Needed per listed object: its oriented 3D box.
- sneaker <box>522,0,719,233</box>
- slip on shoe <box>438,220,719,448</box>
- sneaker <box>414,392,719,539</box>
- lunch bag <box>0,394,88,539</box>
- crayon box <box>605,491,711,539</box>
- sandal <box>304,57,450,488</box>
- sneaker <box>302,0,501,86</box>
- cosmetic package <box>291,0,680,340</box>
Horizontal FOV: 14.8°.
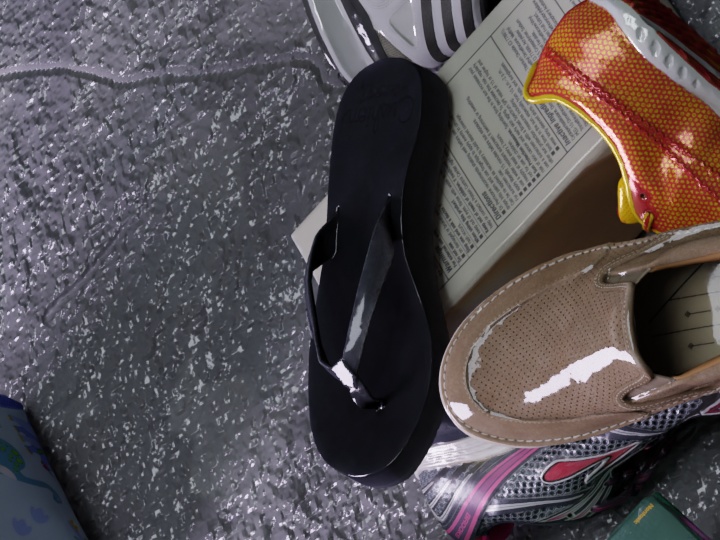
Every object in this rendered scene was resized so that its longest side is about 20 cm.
[{"bbox_3d":[0.155,-0.033,1.148,0.200,0.073,0.077,43,111,9],"label":"sneaker"},{"bbox_3d":[0.113,0.024,1.104,0.200,0.061,0.076,-14,86,28],"label":"slip on shoe"},{"bbox_3d":[0.110,0.066,1.203,0.200,0.081,0.075,-20,94,38],"label":"sneaker"},{"bbox_3d":[-0.245,0.146,1.415,0.127,0.200,0.170,-51,51,20],"label":"lunch bag"},{"bbox_3d":[0.101,0.206,1.128,0.200,0.058,0.119,-48,56,-1],"label":"crayon box"},{"bbox_3d":[0.000,0.000,1.231,0.076,0.043,0.200,-19,62,41],"label":"sandal"},{"bbox_3d":[0.010,-0.195,1.335,0.115,0.076,0.201,-23,96,24],"label":"sneaker"},{"bbox_3d":[0.070,-0.042,1.262,0.200,0.071,0.105,-46,51,24],"label":"cosmetic package"}]
